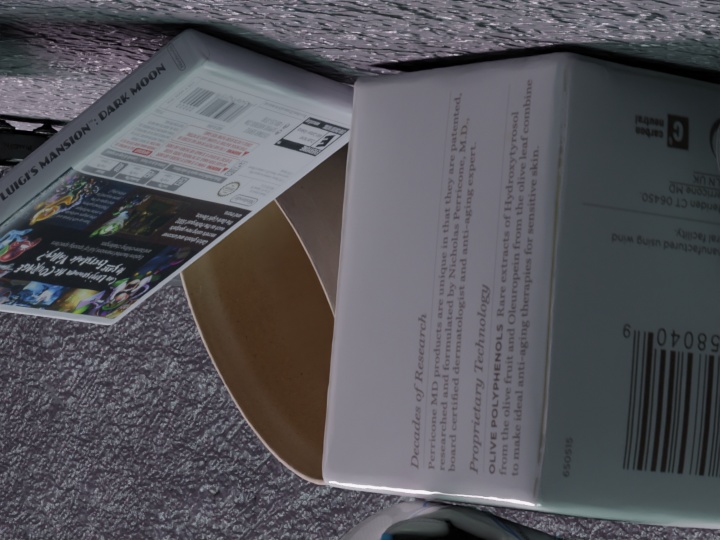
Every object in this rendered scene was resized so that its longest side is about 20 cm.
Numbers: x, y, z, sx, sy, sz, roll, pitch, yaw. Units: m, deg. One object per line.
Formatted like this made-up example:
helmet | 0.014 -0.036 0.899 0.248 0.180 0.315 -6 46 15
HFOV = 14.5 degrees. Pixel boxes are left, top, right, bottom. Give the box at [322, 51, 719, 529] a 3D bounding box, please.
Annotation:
box | 0.112 0.014 1.308 0.198 0.202 0.171 7 175 -34

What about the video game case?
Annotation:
video game case | -0.102 -0.039 1.340 0.181 0.023 0.200 -37 163 16

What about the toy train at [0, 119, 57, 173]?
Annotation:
toy train | -0.139 -0.067 1.744 0.198 0.034 0.046 6 180 -13

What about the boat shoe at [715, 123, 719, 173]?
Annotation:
boat shoe | 0.248 -0.047 1.174 0.199 0.071 0.064 1 175 27

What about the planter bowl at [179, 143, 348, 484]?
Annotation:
planter bowl | 0.000 0.000 1.575 0.134 0.201 0.200 -24 -171 -23

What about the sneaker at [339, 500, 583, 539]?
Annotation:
sneaker | 0.033 0.132 1.290 0.086 0.075 0.199 25 164 -31

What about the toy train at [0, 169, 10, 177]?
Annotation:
toy train | -0.301 -0.067 1.972 0.199 0.042 0.056 2 -173 40
